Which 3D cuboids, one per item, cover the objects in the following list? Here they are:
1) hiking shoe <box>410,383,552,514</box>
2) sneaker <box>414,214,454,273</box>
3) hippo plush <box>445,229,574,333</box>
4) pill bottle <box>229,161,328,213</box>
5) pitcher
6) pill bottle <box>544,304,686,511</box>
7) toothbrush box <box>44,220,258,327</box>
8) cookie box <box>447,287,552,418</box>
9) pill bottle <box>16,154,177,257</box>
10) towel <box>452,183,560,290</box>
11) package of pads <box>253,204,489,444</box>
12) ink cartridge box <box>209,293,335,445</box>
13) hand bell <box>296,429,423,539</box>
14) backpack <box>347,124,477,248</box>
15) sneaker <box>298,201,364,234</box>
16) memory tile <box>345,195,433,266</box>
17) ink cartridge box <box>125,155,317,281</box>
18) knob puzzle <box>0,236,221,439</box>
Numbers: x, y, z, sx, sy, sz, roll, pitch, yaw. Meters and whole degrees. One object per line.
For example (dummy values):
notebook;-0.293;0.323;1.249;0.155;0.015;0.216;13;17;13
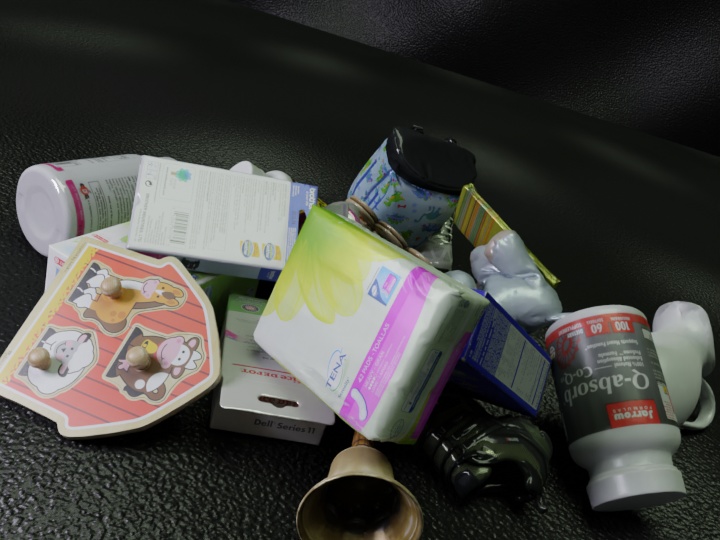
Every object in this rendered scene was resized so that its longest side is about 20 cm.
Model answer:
hiking shoe;0.100;0.177;0.750;0.200;0.076;0.101;17;28;5
sneaker;0.122;-0.076;1.201;0.076;0.116;0.201;14;27;-9
hippo plush;0.170;0.062;0.982;0.161;0.159;0.200;-25;62;-23
pill bottle;-0.092;-0.054;0.952;0.200;0.109;0.109;35;14;-35
pitcher;0.387;0.154;0.940;0.200;0.172;0.121;-29;7;-39
pill bottle;0.276;0.149;0.797;0.116;0.116;0.200;7;59;-22
toothbrush box;-0.232;0.012;0.847;0.145;0.086;0.200;29;30;21
cookie box;0.089;0.076;0.784;0.171;0.075;0.200;13;-17;37
pill bottle;-0.322;-0.090;0.950;0.113;0.114;0.200;32;30;26
towel;0.203;-0.030;1.049;0.018;0.086;0.200;-26;61;-22
package of pads;0.000;0.049;0.677;0.068;0.155;0.200;17;13;-48
ink cartridge box;-0.092;0.111;0.765;0.117;0.067;0.200;12;26;-12
hand bell;0.001;0.162;0.688;0.104;0.104;0.200;15;26;-6
backpack;0.060;-0.110;1.134;0.163;0.200;0.154;14;66;-33
sneaker;0.000;0.000;0.905;0.088;0.200;0.081;-39;25;-33
memory tile;0.033;-0.031;1.015;0.153;0.017;0.200;43;-8;4
ink cartridge box;-0.150;-0.054;0.819;0.200;0.042;0.120;7;62;-12
knob puzzle;-0.223;0.064;0.690;0.219;0.030;0.220;0;60;0
